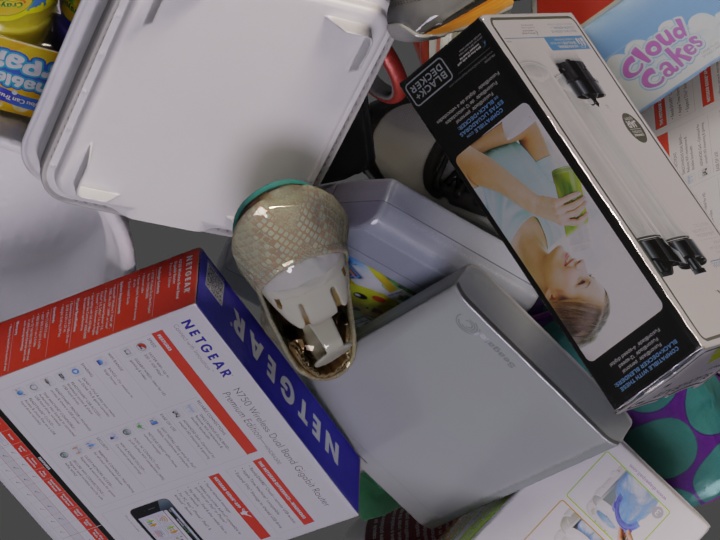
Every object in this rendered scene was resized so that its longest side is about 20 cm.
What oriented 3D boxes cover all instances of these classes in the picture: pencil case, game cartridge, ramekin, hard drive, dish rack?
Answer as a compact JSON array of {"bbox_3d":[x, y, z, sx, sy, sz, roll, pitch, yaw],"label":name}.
[{"bbox_3d":[0.167,0.055,1.700,0.092,0.085,0.200,-49,123,-9],"label":"pencil case"},{"bbox_3d":[0.000,0.000,1.622,0.133,0.041,0.200,32,155,-21],"label":"game cartridge"},{"bbox_3d":[-0.228,-0.035,1.610,0.200,0.098,0.201,0,133,1],"label":"ramekin"},{"bbox_3d":[0.052,0.078,1.610,0.132,0.026,0.200,44,145,-10],"label":"hard drive"},{"bbox_3d":[-0.075,-0.094,1.466,0.171,0.044,0.200,11,131,-23],"label":"dish rack"}]

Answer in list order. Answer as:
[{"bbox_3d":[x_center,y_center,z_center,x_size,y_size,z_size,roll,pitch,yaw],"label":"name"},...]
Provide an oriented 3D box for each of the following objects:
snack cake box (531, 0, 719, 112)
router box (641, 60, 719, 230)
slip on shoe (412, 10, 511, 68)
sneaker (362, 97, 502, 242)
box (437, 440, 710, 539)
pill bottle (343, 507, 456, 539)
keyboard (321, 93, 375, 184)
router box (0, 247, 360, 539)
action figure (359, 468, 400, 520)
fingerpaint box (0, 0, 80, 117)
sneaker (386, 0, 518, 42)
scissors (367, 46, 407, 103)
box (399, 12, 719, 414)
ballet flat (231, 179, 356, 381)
[{"bbox_3d":[0.185,-0.175,1.466,0.200,0.115,0.067,-34,123,28],"label":"snack cake box"},{"bbox_3d":[0.228,-0.070,1.497,0.179,0.200,0.049,-26,126,23],"label":"router box"},{"bbox_3d":[0.039,-0.168,1.517,0.061,0.074,0.200,21,147,29],"label":"slip on shoe"},{"bbox_3d":[0.090,-0.047,1.580,0.200,0.079,0.074,26,85,0],"label":"sneaker"},{"bbox_3d":[0.099,0.191,1.676,0.101,0.112,0.200,44,84,-3],"label":"box"},{"bbox_3d":[0.060,0.201,1.815,0.200,0.113,0.113,-18,130,17],"label":"pill bottle"},{"bbox_3d":[-0.063,-0.117,1.490,0.127,0.021,0.200,-11,133,-3],"label":"keyboard"},{"bbox_3d":[-0.123,0.096,1.629,0.179,0.049,0.200,-20,130,19],"label":"router box"},{"bbox_3d":[0.045,0.095,1.709,0.200,0.055,0.118,-18,114,36],"label":"action figure"},{"bbox_3d":[-0.128,-0.156,1.513,0.200,0.073,0.167,14,131,-14],"label":"fingerpaint box"},{"bbox_3d":[0.077,-0.198,1.435,0.200,0.078,0.077,-48,113,-15],"label":"sneaker"},{"bbox_3d":[-0.007,-0.163,1.503,0.073,0.014,0.200,35,153,26],"label":"scissors"},{"bbox_3d":[0.117,-0.032,1.385,0.060,0.200,0.117,-38,166,25],"label":"box"},{"bbox_3d":[-0.026,0.010,1.525,0.067,0.062,0.200,-28,161,-4],"label":"ballet flat"}]
